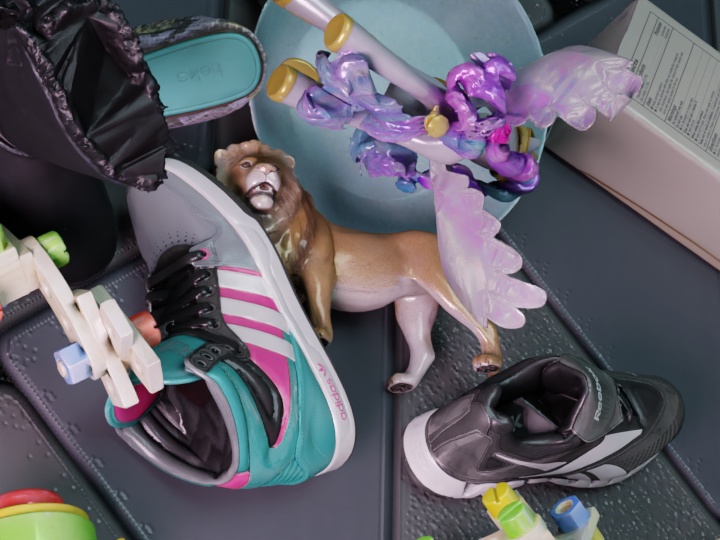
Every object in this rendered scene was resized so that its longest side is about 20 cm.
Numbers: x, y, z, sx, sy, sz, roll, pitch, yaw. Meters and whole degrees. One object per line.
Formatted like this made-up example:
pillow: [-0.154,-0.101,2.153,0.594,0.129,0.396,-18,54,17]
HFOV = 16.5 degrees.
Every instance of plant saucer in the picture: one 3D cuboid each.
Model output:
plant saucer: [0.018,-0.106,1.507,0.201,0.039,0.201,3,83,-25]

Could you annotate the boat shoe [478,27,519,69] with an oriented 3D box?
boat shoe: [0.055,-0.188,1.605,0.062,0.072,0.200,3,60,-60]

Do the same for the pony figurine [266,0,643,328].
pony figurine: [0.049,-0.082,1.393,0.200,0.167,0.193,27,9,-26]

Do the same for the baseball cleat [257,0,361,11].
baseball cleat: [-0.065,-0.209,1.527,0.200,0.070,0.106,22,51,-19]

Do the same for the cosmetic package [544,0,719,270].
cosmetic package: [0.229,-0.075,1.630,0.200,0.073,0.104,35,49,-9]

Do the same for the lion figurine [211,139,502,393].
lion figurine: [0.000,0.000,1.437,0.200,0.072,0.123,15,57,-32]

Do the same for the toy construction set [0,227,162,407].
toy construction set: [-0.201,0.033,1.236,0.200,0.092,0.131,-13,29,-27]

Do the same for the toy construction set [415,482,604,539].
toy construction set: [0.072,0.187,1.305,0.092,0.131,0.200,59,9,-8]

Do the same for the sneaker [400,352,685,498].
sneaker: [0.125,0.085,1.446,0.200,0.090,0.066,-5,66,-35]

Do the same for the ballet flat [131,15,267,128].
ballet flat: [-0.153,-0.098,1.394,0.200,0.072,0.072,-13,67,-11]

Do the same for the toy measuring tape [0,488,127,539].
toy measuring tape: [-0.196,0.141,1.215,0.200,0.074,0.074,5,59,-31]

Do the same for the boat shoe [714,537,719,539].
boat shoe: [0.230,0.186,1.468,0.201,0.063,0.073,-16,71,-39]

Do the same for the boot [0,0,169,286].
boot: [-0.150,-0.067,1.275,0.073,0.162,0.198,-37,117,-26]

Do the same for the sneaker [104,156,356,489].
sneaker: [-0.096,0.037,1.344,0.121,0.084,0.200,-21,75,-50]
